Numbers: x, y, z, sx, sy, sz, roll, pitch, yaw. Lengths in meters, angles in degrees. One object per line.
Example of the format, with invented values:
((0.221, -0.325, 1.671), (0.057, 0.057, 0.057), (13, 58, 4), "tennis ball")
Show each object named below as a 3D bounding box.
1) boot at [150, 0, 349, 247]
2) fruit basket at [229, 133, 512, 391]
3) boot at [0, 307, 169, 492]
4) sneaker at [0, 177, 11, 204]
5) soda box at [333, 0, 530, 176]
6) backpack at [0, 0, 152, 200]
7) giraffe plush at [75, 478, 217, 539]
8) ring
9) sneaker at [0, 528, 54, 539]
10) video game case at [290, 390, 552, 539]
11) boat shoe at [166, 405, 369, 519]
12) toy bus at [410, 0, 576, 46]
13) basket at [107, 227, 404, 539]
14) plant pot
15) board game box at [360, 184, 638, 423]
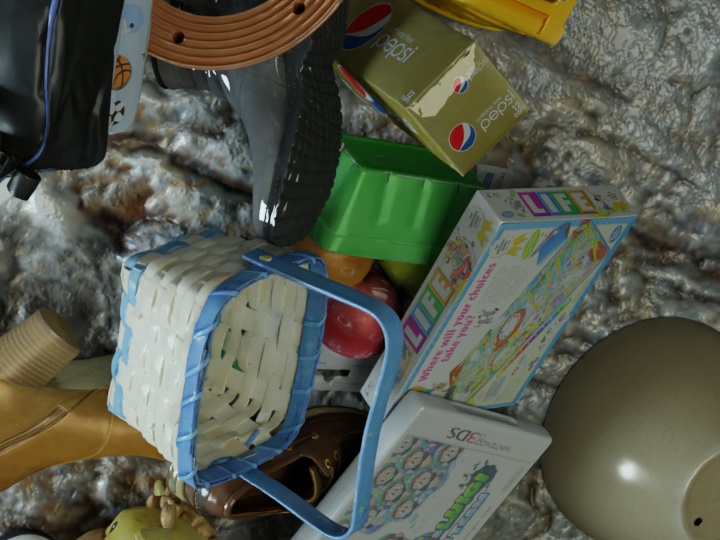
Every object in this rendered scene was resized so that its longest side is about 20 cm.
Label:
((-0.081, -0.121, 1.311), (0.070, 0.131, 0.201), (7, 91, -63), "boot")
((0.000, 0.000, 1.416), (0.185, 0.094, 0.201), (6, 123, -28), "fruit basket")
((-0.217, 0.120, 1.391), (0.144, 0.071, 0.201), (-41, 128, 12), "boot")
((-0.216, -0.128, 1.291), (0.200, 0.076, 0.081), (-46, 109, -2), "sneaker")
((0.035, -0.135, 1.312), (0.064, 0.200, 0.068), (-44, 119, -2), "soda box")
((-0.225, -0.159, 1.175), (0.154, 0.190, 0.201), (-3, 106, -61), "backpack")
((-0.155, 0.247, 1.412), (0.199, 0.172, 0.163), (-18, 107, -24), "giraffe plush")
((-0.087, -0.226, 1.264), (0.201, 0.200, 0.019), (-49, 161, 1), "ring")
((-0.283, 0.278, 1.404), (0.200, 0.083, 0.072), (-46, 119, -1), "sneaker")
((0.035, 0.184, 1.472), (0.200, 0.024, 0.182), (-52, 144, 15), "video game case")
((-0.049, 0.150, 1.431), (0.200, 0.068, 0.072), (-6, 121, -45), "boat shoe")
((0.115, -0.255, 1.307), (0.135, 0.192, 0.201), (22, 99, -25), "toy bus")
((-0.065, 0.065, 1.289), (0.139, 0.200, 0.177), (-21, 132, -47), "basket")
((0.262, 0.155, 1.548), (0.199, 0.134, 0.201), (-8, 112, -19), "plant pot")
((0.098, 0.024, 1.395), (0.134, 0.034, 0.200), (-4, 137, -39), "board game box")
